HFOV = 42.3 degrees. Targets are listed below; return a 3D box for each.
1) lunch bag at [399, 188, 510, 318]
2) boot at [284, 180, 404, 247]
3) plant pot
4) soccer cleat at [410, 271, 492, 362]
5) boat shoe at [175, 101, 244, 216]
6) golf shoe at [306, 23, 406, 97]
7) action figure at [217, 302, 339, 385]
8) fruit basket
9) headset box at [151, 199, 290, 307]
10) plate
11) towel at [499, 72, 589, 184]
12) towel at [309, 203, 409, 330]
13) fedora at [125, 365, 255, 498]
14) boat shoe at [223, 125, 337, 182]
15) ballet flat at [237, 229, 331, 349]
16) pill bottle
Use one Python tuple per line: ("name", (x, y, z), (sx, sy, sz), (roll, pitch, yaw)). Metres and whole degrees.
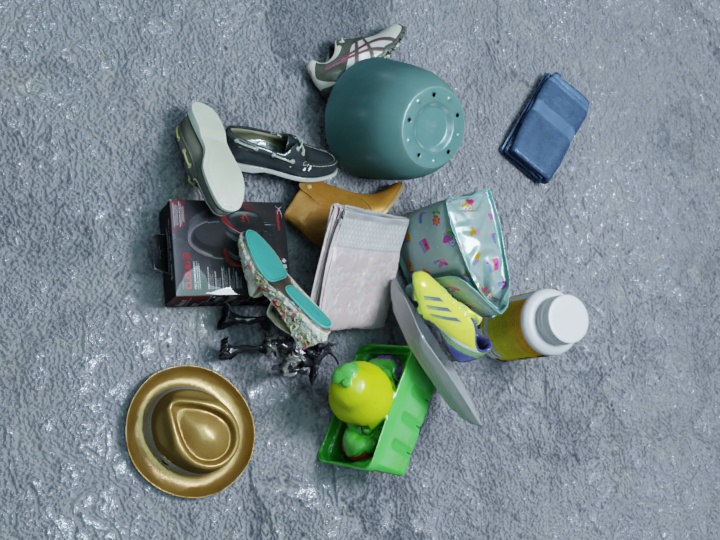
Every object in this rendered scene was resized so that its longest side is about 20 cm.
("lunch bag", (0.151, -0.013, 1.513), (0.122, 0.170, 0.201), (-16, 91, -35))
("boot", (-0.027, -0.116, 1.509), (0.144, 0.071, 0.201), (37, 53, 1))
("plant pot", (0.068, -0.234, 1.483), (0.200, 0.161, 0.201), (-10, 109, -32))
("soccer cleat", (0.144, 0.067, 1.468), (0.200, 0.083, 0.065), (55, 27, -34))
("boat shoe", (-0.227, -0.157, 1.384), (0.072, 0.060, 0.202), (13, 47, -46))
("golf shoe", (-0.001, -0.366, 1.560), (0.088, 0.077, 0.200), (46, 65, -4))
("action figure", (-0.113, 0.108, 1.409), (0.199, 0.102, 0.119), (9, 73, -21))
("fruit basket", (0.004, 0.200, 1.414), (0.215, 0.155, 0.216), (2, 86, -38))
("headset box", (-0.213, -0.025, 1.393), (0.199, 0.075, 0.149), (0, 75, -25))
("plate", (0.109, 0.130, 1.451), (0.032, 0.200, 0.200), (-32, 117, 6))
("towel", (0.344, -0.263, 1.717), (0.112, 0.049, 0.200), (37, 67, -15))
("towel", (0.000, 0.000, 1.434), (0.200, 0.032, 0.192), (4, 101, -57))
("fedora", (-0.236, 0.231, 1.337), (0.200, 0.082, 0.201), (5, 78, -24))
("boat shoe", (-0.122, -0.186, 1.463), (0.199, 0.060, 0.076), (1, 40, -27))
("ballet flat", (-0.123, 0.033, 1.336), (0.200, 0.064, 0.076), (50, 24, 12))
("pill bottle", (0.285, 0.091, 1.541), (0.109, 0.200, 0.110), (4, 79, -24))
